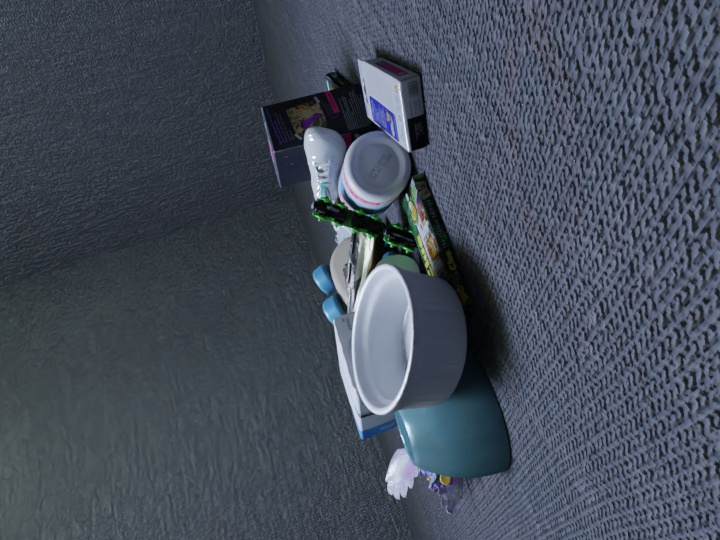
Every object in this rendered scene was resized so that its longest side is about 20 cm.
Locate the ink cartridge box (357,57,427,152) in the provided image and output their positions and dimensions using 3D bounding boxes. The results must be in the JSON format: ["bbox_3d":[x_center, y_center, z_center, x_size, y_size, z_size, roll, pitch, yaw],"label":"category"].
[{"bbox_3d":[0.043,-0.253,0.770,0.201,0.036,0.097,-123,18,-56],"label":"ink cartridge box"}]

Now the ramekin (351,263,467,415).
[{"bbox_3d":[0.067,0.098,0.743,0.199,0.095,0.208,-174,90,-67],"label":"ramekin"}]

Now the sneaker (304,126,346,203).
[{"bbox_3d":[-0.062,-0.170,0.939,0.201,0.073,0.091,81,-166,-66],"label":"sneaker"}]

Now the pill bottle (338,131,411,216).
[{"bbox_3d":[0.016,-0.152,0.892,0.200,0.106,0.112,141,111,-81],"label":"pill bottle"}]

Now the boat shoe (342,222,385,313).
[{"bbox_3d":[0.000,0.000,0.972,0.073,0.063,0.206,-24,-50,-60],"label":"boat shoe"}]

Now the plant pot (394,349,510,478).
[{"bbox_3d":[0.129,0.238,0.829,0.200,0.131,0.206,163,90,-81],"label":"plant pot"}]

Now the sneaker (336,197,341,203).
[{"bbox_3d":[-0.033,-0.175,1.150,0.200,0.085,0.075,46,123,40],"label":"sneaker"}]

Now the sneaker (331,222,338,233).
[{"bbox_3d":[-0.040,-0.163,1.240,0.085,0.075,0.206,-158,49,-74],"label":"sneaker"}]

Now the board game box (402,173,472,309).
[{"bbox_3d":[0.112,-0.033,0.793,0.105,0.023,0.205,97,155,-74],"label":"board game box"}]

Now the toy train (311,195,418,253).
[{"bbox_3d":[0.010,-0.077,0.875,0.056,0.194,0.043,-134,64,-81],"label":"toy train"}]

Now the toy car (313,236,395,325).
[{"bbox_3d":[0.031,0.038,1.131,0.199,0.183,0.179,39,-160,-45],"label":"toy car"}]

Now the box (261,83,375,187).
[{"bbox_3d":[-0.079,-0.257,1.005,0.123,0.194,0.109,93,160,-68],"label":"box"}]

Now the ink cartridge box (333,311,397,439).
[{"bbox_3d":[0.013,0.184,0.923,0.202,0.082,0.147,86,166,-54],"label":"ink cartridge box"}]

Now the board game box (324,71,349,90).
[{"bbox_3d":[-0.034,-0.321,1.159,0.136,0.027,0.205,-118,14,-55],"label":"board game box"}]

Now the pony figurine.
[{"bbox_3d":[0.144,0.375,1.050,0.201,0.161,0.199,90,-167,-74],"label":"pony figurine"}]

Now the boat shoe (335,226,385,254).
[{"bbox_3d":[-0.023,-0.075,1.194,0.202,0.071,0.070,51,-150,-3],"label":"boat shoe"}]

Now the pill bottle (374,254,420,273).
[{"bbox_3d":[0.070,0.069,0.963,0.203,0.108,0.113,83,167,-49],"label":"pill bottle"}]
